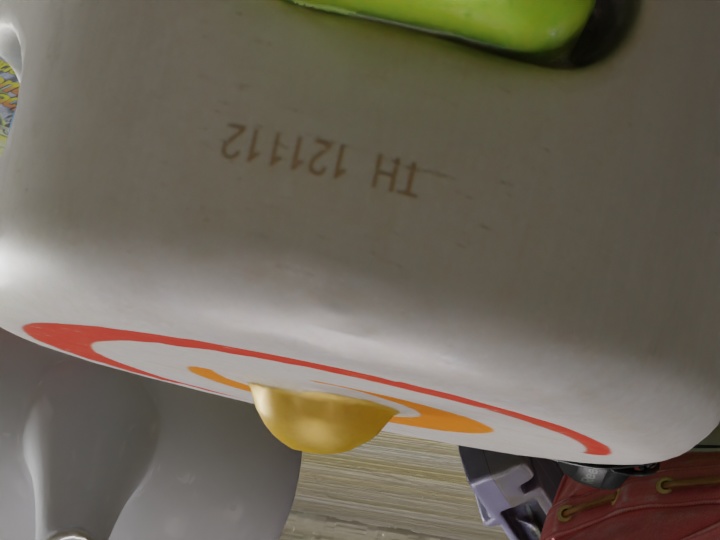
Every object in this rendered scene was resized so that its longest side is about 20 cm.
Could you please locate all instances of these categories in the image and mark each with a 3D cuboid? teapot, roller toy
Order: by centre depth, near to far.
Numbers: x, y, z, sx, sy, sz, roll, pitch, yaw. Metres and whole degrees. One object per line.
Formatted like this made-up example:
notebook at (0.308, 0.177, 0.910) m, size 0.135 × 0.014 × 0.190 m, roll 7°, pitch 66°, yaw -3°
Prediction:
roller toy at (0.005, -0.026, 0.625) m, size 0.182 × 0.140 × 0.200 m, roll 6°, pitch 170°, yaw 41°
teapot at (-0.121, 0.098, 1.057) m, size 0.197 × 0.147 × 0.200 m, roll -5°, pitch 152°, yaw 31°

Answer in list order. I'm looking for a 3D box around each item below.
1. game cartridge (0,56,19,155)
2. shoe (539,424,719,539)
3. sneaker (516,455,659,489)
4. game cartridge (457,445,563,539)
game cartridge at (-0.136, -0.055, 0.825) m, size 0.133 × 0.041 × 0.200 m, roll -27°, pitch 158°, yaw 24°
shoe at (0.145, 0.104, 0.989) m, size 0.200 × 0.091 × 0.072 m, roll -1°, pitch 138°, yaw 44°
sneaker at (0.090, 0.025, 0.887) m, size 0.076 × 0.091 × 0.200 m, roll 14°, pitch 171°, yaw -4°
game cartridge at (0.072, 0.082, 1.186) m, size 0.038 × 0.130 × 0.200 m, roll -25°, pitch 142°, yaw 6°
